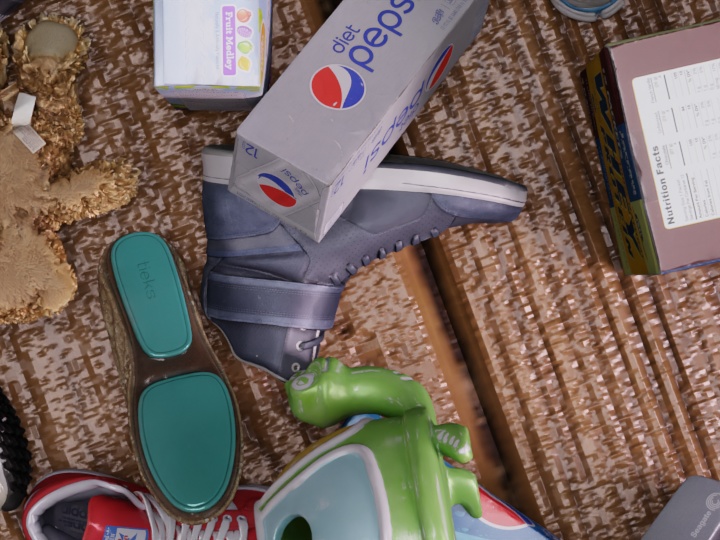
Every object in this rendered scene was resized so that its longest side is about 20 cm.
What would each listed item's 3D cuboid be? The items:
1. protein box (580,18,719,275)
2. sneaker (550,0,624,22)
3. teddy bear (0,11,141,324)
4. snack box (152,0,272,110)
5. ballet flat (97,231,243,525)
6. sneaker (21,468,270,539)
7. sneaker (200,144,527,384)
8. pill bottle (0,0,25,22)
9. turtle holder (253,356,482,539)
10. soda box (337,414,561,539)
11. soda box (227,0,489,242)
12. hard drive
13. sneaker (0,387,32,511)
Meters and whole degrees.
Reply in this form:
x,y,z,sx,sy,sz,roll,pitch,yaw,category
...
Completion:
x,y,z,sx,sy,sz,roll,pitch,yaw,category
0.247,-0.082,1.534,0.200,0.199,0.135,-12,90,1,protein box
0.176,-0.249,1.592,0.075,0.087,0.200,22,89,2,sneaker
-0.214,-0.064,1.613,0.145,0.067,0.200,-18,82,-4,teddy bear
-0.086,-0.183,1.537,0.068,0.200,0.169,0,91,1,snack box
-0.115,0.071,1.579,0.070,0.065,0.200,-7,62,-11,ballet flat
-0.111,0.163,1.580,0.200,0.112,0.071,7,91,0,sneaker
-0.001,0.000,1.600,0.202,0.077,0.146,3,95,-4,sneaker
-0.226,-0.212,1.565,0.200,0.106,0.106,-39,90,11,pill bottle
0.005,0.142,1.502,0.132,0.141,0.186,-11,91,2,turtle holder
0.062,0.166,1.604,0.200,0.064,0.068,34,90,0,soda box
0.002,-0.115,1.554,0.068,0.063,0.200,30,58,11,soda box
0.175,0.215,1.572,0.042,0.135,0.200,33,92,21,hard drive
-0.281,0.077,1.600,0.093,0.070,0.200,-34,77,6,sneaker
